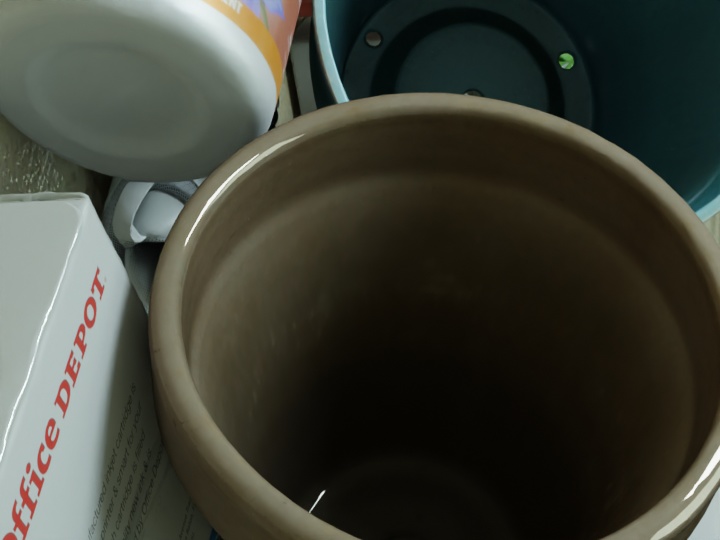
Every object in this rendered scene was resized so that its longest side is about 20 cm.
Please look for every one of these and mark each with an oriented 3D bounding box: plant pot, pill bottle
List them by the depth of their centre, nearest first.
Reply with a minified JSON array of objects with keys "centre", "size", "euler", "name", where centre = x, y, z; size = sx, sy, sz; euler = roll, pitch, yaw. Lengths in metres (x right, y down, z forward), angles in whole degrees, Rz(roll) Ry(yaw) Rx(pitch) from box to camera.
[{"centre":[0.026,0.065,0.698],"size":[0.175,0.199,0.201],"euler":[96,7,-52],"name":"plant pot"},{"centre":[-0.070,-0.144,0.747],"size":[0.112,0.112,0.201],"euler":[65,30,-53],"name":"pill bottle"},{"centre":[0.065,-0.089,0.848],"size":[0.188,0.199,0.201],"euler":[139,-45,-77],"name":"plant pot"}]

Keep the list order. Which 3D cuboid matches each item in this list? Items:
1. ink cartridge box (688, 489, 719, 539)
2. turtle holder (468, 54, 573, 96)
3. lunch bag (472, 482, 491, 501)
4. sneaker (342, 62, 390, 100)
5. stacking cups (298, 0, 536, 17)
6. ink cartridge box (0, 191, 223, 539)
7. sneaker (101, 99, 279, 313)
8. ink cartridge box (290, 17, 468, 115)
[{"centre":[0.134,0.212,0.919],"size":[0.200,0.084,0.147],"euler":[-72,159,-60],"name":"ink cartridge box"},{"centre":[0.126,-0.116,1.143],"size":[0.186,0.131,0.141],"euler":[97,-25,-60],"name":"turtle holder"},{"centre":[0.061,0.078,0.897],"size":[0.200,0.160,0.083],"euler":[-25,136,-54],"name":"lunch bag"},{"centre":[0.000,0.000,0.993],"size":[0.200,0.140,0.078],"euler":[55,-8,-32],"name":"sneaker"},{"centre":[0.053,-0.147,0.985],"size":[0.060,0.199,0.061],"euler":[-3,90,-74],"name":"stacking cups"},{"centre":[-0.112,0.093,0.658],"size":[0.200,0.085,0.147],"euler":[68,27,-47],"name":"ink cartridge box"},{"centre":[-0.056,-0.011,0.859],"size":[0.200,0.075,0.115],"euler":[59,36,-49],"name":"sneaker"},{"centre":[0.021,-0.059,1.099],"size":[0.116,0.068,0.201],"euler":[-61,147,-56],"name":"ink cartridge box"}]
